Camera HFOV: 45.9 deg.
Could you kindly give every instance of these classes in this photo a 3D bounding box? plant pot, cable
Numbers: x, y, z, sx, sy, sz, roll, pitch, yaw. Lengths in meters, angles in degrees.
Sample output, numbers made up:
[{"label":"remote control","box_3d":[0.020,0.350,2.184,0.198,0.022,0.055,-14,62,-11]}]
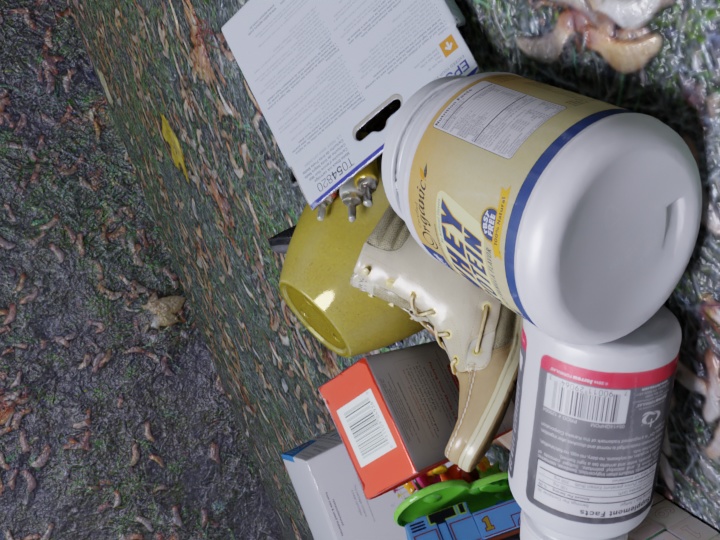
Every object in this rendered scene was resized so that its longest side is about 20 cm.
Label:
[{"label":"plant pot","box_3d":[0.000,0.000,0.856,0.199,0.142,0.201,41,161,17]},{"label":"cable","box_3d":[-0.012,-0.142,0.805,0.096,0.204,0.050,-10,149,42]}]

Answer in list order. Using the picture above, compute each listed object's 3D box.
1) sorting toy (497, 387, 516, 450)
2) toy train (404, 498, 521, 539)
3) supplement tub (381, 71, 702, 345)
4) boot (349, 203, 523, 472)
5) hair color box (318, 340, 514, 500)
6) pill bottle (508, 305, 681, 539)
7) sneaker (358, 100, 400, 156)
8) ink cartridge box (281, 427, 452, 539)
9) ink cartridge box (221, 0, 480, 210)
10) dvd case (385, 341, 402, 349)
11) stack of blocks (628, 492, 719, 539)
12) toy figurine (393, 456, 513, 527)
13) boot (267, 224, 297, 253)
[{"label":"sorting toy","box_3d":[0.172,0.101,0.773,0.185,0.036,0.204,36,140,56]},{"label":"toy train","box_3d":[0.140,0.276,0.821,0.088,0.196,0.115,77,172,-45]},{"label":"supplement tub","box_3d":[0.113,-0.053,0.583,0.200,0.142,0.147,37,146,54]},{"label":"boot","box_3d":[0.059,0.043,0.684,0.152,0.203,0.073,18,161,9]},{"label":"hair color box","box_3d":[0.059,0.120,0.748,0.061,0.198,0.103,-35,72,31]},{"label":"pill bottle","box_3d":[0.166,0.122,0.626,0.110,0.109,0.204,36,131,54]},{"label":"sneaker","box_3d":[0.017,-0.130,0.883,0.199,0.067,0.091,23,149,56]},{"label":"ink cartridge box","box_3d":[0.026,0.260,1.078,0.147,0.197,0.147,67,161,1]},{"label":"ink cartridge box","box_3d":[-0.009,-0.189,0.733,0.198,0.040,0.203,-35,73,27]},{"label":"dvd case","box_3d":[-0.012,0.005,1.157,0.145,0.022,0.204,2,112,69]},{"label":"stack of blocks","box_3d":[0.267,0.266,0.648,0.199,0.058,0.118,29,133,60]},{"label":"toy figurine","box_3d":[0.078,0.177,0.923,0.150,0.198,0.186,-42,52,24]},{"label":"boot","box_3d":[-0.034,0.006,1.078,0.198,0.069,0.134,3,116,49]}]
